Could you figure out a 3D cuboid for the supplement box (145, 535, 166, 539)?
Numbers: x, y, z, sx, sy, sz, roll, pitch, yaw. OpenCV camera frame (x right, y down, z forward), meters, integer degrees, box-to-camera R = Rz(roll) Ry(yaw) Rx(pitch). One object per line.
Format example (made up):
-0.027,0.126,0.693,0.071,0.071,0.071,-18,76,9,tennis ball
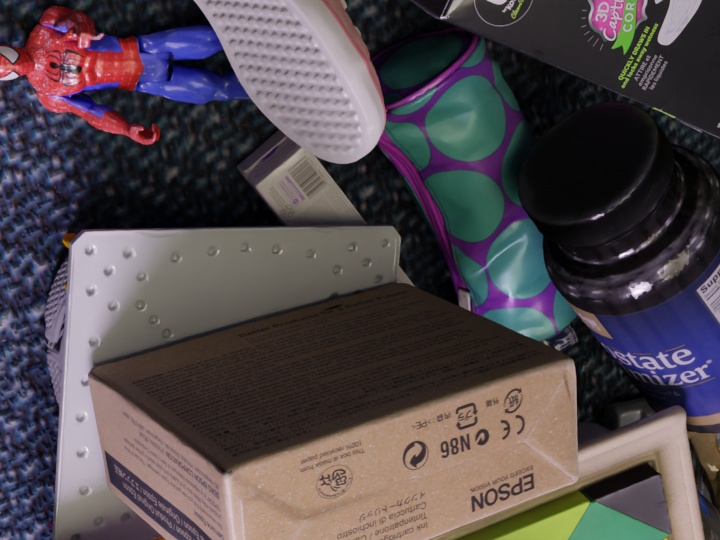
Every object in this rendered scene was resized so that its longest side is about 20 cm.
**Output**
-0.052,0.247,0.864,0.197,0.200,0.133,-13,147,-16,supplement box

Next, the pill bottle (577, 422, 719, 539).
0.188,0.191,1.067,0.114,0.114,0.200,-47,119,3,pill bottle

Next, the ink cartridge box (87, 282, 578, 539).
-0.015,0.080,0.842,0.199,0.165,0.075,-16,110,-27,ink cartridge box

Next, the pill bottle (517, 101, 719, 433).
0.174,-0.002,0.945,0.112,0.112,0.200,-43,128,0,pill bottle

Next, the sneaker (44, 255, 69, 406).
-0.114,0.075,0.956,0.115,0.075,0.201,-14,111,-27,sneaker

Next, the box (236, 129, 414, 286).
0.000,0.000,0.986,0.041,0.039,0.200,-40,121,-2,box

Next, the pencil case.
0.067,-0.043,0.969,0.092,0.085,0.200,-40,122,-20,pencil case

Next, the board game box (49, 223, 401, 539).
-0.076,0.072,0.917,0.199,0.026,0.201,-2,104,-32,board game box

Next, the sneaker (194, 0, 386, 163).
-0.035,-0.157,0.843,0.200,0.075,0.105,51,51,0,sneaker

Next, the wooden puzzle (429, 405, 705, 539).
0.122,0.192,0.955,0.184,0.037,0.201,-20,119,-13,wooden puzzle

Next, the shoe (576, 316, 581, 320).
0.220,-0.007,1.067,0.199,0.053,0.070,-19,118,-14,shoe

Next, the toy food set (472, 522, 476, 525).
0.070,0.183,1.035,0.060,0.144,0.201,-12,116,-15,toy food set

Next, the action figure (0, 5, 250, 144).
-0.098,-0.104,0.869,0.199,0.099,0.066,-2,112,-19,action figure

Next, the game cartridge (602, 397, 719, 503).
0.231,0.173,1.163,0.133,0.040,0.201,-7,115,-16,game cartridge

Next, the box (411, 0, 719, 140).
0.121,-0.175,0.895,0.199,0.149,0.125,19,104,-29,box

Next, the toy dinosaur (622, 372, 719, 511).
0.230,0.064,1.082,0.101,0.058,0.201,-3,110,-35,toy dinosaur
